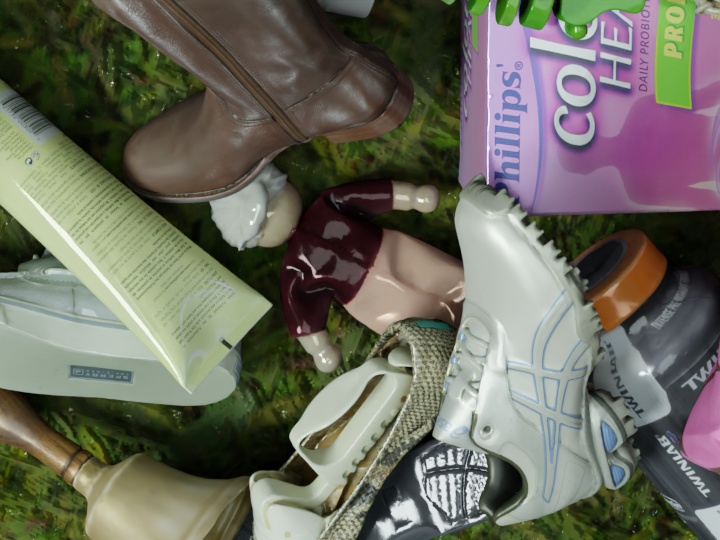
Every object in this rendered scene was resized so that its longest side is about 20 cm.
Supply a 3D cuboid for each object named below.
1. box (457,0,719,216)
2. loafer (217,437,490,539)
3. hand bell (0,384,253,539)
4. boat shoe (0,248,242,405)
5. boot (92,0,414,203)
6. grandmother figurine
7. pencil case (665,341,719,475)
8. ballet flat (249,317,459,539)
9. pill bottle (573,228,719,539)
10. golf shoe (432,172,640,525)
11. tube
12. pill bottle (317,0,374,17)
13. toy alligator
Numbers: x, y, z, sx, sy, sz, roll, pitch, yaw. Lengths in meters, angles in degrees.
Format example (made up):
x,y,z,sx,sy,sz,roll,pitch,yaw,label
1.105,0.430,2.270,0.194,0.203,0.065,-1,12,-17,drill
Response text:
x,y,z,sx,sy,sz,roll,pitch,yaw,label
0.156,-0.128,0.778,0.198,0.097,0.178,-1,106,-4,box
0.011,0.138,0.857,0.198,0.063,0.073,-18,87,18,loafer
-0.167,0.108,0.819,0.199,0.104,0.105,33,101,9,hand bell
-0.164,0.026,0.814,0.199,0.072,0.070,10,143,-12,boat shoe
-0.090,-0.105,0.704,0.185,0.200,0.065,-17,68,22,boot
0.000,0.000,0.825,0.199,0.061,0.122,31,77,-9,grandmother figurine
0.224,0.015,0.726,0.090,0.093,0.202,23,102,33,pencil case
-0.017,0.105,0.790,0.075,0.068,0.201,19,111,-47,ballet flat
0.193,0.071,0.831,0.106,0.106,0.200,-40,105,7,pill bottle
0.076,0.051,0.738,0.097,0.078,0.201,-29,117,-11,golf shoe
-0.144,-0.022,0.783,0.200,0.052,0.058,41,95,0,tube
-0.084,-0.190,0.734,0.198,0.112,0.113,11,104,-7,pill bottle
0.093,-0.138,0.689,0.198,0.059,0.055,20,103,-9,toy alligator
